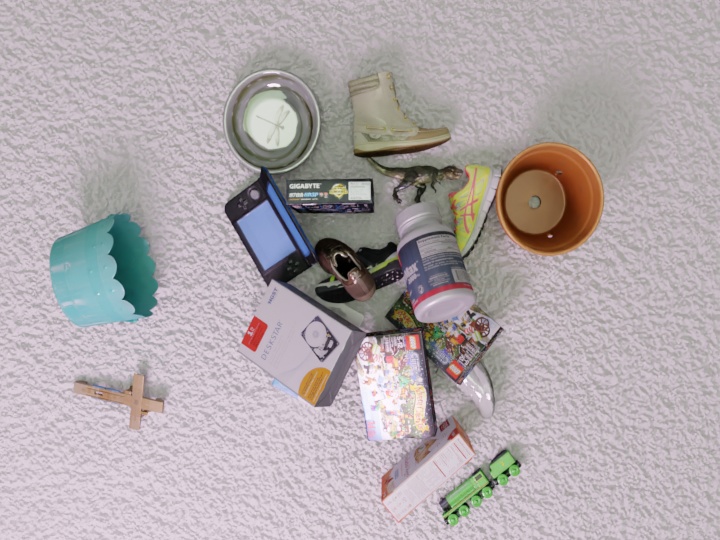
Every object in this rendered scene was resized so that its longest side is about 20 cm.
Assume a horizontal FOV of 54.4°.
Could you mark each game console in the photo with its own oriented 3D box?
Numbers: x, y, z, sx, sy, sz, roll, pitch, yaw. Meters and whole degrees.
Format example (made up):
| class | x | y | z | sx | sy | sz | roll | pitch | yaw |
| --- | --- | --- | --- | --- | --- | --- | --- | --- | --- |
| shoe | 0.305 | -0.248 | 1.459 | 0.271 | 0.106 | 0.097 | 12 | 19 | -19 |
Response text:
| class | x | y | z | sx | sy | sz | roll | pitch | yaw |
| --- | --- | --- | --- | --- | --- | --- | --- | --- | --- |
| game console | -0.176 | -0.075 | 1.344 | 0.168 | 0.118 | 0.203 | -31 | 91 | 21 |

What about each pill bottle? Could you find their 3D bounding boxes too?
| class | x | y | z | sx | sy | sz | roll | pitch | yaw |
| --- | --- | --- | --- | --- | --- | --- | --- | --- | --- |
| pill bottle | 0.133 | -0.018 | 1.318 | 0.116 | 0.120 | 0.205 | -17 | 66 | 3 |

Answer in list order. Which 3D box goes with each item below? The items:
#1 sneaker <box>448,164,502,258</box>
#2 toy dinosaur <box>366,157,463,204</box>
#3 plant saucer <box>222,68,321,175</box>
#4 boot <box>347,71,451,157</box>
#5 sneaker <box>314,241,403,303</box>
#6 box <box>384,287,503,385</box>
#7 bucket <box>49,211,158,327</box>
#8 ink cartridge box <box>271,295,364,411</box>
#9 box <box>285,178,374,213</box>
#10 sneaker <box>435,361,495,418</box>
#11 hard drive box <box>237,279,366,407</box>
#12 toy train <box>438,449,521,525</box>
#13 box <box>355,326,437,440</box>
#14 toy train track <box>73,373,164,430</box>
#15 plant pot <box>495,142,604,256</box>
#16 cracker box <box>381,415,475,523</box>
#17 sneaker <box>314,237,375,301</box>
| class | x | y | z | sx | sy | sz | roll | pitch | yaw |
| --- | --- | --- | --- | --- | --- | --- | --- | --- | --- |
| sneaker | 0.207 | -0.114 | 1.379 | 0.088 | 0.078 | 0.205 | 21 | 88 | 8 |
| toy dinosaur | 0.103 | -0.173 | 1.385 | 0.194 | 0.048 | 0.091 | 7 | 79 | 8 |
| plant saucer | -0.173 | -0.291 | 1.386 | 0.194 | 0.050 | 0.207 | 0 | 93 | 1 |
| boot | 0.075 | -0.310 | 1.370 | 0.194 | 0.072 | 0.160 | -7 | 87 | -3 |
| sneaker | 0.000 | 0.000 | 1.400 | 0.195 | 0.072 | 0.085 | -18 | 60 | 3 |
| box | 0.160 | 0.102 | 1.361 | 0.199 | 0.038 | 0.138 | 41 | 94 | 27 |
| bucket | -0.487 | 0.005 | 1.340 | 0.131 | 0.207 | 0.213 | -13 | 93 | 4 |
| ink cartridge box | -0.083 | 0.159 | 1.399 | 0.114 | 0.067 | 0.204 | 26 | 94 | 1 |
| box | -0.051 | -0.137 | 1.316 | 0.154 | 0.200 | 0.047 | 0 | 90 | 2 |
| sneaker | 0.203 | 0.204 | 1.398 | 0.097 | 0.078 | 0.205 | -23 | 83 | 9 |
| hard drive box | -0.111 | 0.136 | 1.318 | 0.197 | 0.076 | 0.159 | 29 | 94 | 25 |
| toy train | 0.239 | 0.439 | 1.420 | 0.199 | 0.042 | 0.057 | -39 | 82 | 3 |
| box | 0.067 | 0.217 | 1.337 | 0.133 | 0.038 | 0.206 | -7 | 98 | 15 |
| toy train track | -0.491 | 0.256 | 1.437 | 0.194 | 0.033 | 0.118 | 11 | 100 | 7 |
| plant pot | 0.345 | -0.134 | 1.335 | 0.194 | 0.140 | 0.207 | 0 | 94 | 1 |
| cracker box | 0.129 | 0.384 | 1.372 | 0.199 | 0.134 | 0.058 | -41 | 91 | 3 |
| sneaker | -0.036 | -0.023 | 1.332 | 0.070 | 0.200 | 0.076 | -38 | 133 | -9 |
